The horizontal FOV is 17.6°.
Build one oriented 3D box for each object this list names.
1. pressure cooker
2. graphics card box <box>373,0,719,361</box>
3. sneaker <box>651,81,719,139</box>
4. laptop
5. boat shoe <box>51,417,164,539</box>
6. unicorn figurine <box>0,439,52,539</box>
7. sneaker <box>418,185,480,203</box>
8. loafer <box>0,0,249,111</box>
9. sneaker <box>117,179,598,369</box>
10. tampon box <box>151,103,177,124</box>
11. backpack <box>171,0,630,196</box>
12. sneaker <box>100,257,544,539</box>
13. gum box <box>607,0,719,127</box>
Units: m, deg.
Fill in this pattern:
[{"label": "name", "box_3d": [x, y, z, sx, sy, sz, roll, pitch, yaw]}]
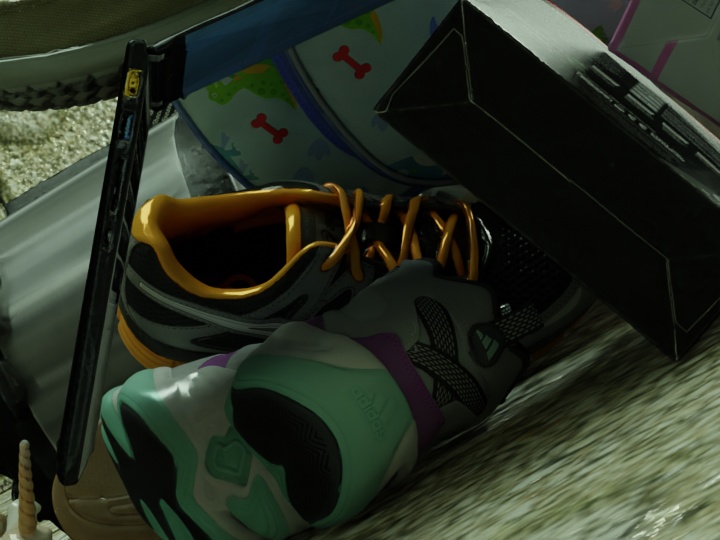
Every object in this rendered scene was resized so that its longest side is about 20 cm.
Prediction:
[{"label": "pressure cooker", "box_3d": [-0.107, 0.035, 1.110, 0.200, 0.176, 0.179, -31, 8, 12]}, {"label": "graphics card box", "box_3d": [0.081, -0.040, 0.799, 0.051, 0.125, 0.200, -50, -2, 11]}, {"label": "sneaker", "box_3d": [0.156, -0.080, 1.065, 0.088, 0.075, 0.200, -22, 12, 7]}, {"label": "laptop", "box_3d": [-0.023, -0.027, 0.753, 0.116, 0.200, 0.187, 10, -2, -4]}, {"label": "boat shoe", "box_3d": [-0.031, 0.064, 0.964, 0.200, 0.072, 0.072, -33, -28, -11]}, {"label": "unicorn figurine", "box_3d": [-0.174, 0.145, 0.975, 0.200, 0.074, 0.137, -44, 9, 8]}, {"label": "sneaker", "box_3d": [0.046, -0.019, 1.047, 0.076, 0.081, 0.200, 14, 37, 43]}, {"label": "loafer", "box_3d": [-0.052, -0.112, 0.792, 0.200, 0.070, 0.075, -24, 1, -14]}, {"label": "sneaker", "box_3d": [0.000, 0.000, 0.911, 0.200, 0.078, 0.077, -7, -34, 0]}, {"label": "tampon box", "box_3d": [0.008, -0.070, 1.231, 0.150, 0.200, 0.126, -34, -29, -58]}, {"label": "backpack", "box_3d": [0.010, -0.118, 0.959, 0.200, 0.183, 0.147, -34, 25, 3]}, {"label": "sneaker", "box_3d": [-0.004, 0.045, 0.858, 0.140, 0.078, 0.200, -29, 10, -30]}, {"label": "gum box", "box_3d": [0.169, -0.147, 0.821, 0.113, 0.066, 0.200, -42, -17, -41]}]
